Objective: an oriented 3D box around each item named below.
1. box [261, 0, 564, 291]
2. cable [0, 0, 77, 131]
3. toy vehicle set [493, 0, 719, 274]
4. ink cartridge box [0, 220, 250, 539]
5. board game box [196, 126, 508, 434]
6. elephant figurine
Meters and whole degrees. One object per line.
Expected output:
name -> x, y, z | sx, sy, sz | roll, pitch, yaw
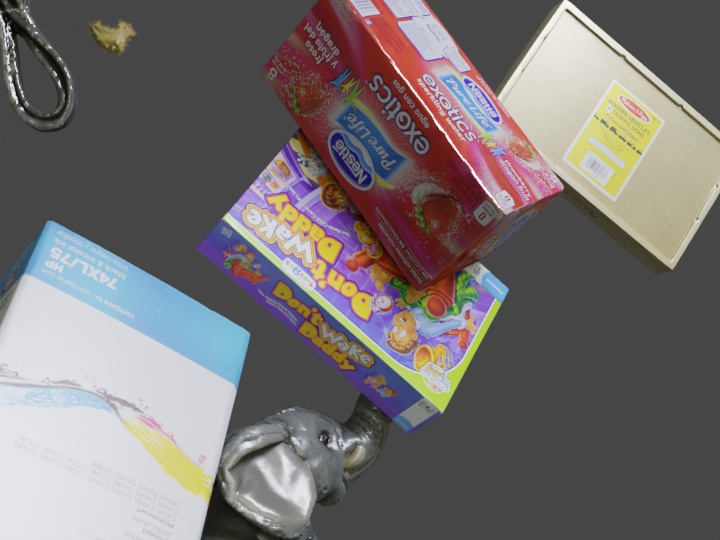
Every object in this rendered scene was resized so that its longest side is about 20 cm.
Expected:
box -> 0.037, -0.099, 0.808 | 0.201, 0.095, 0.099 | 54, 36, 9
cable -> -0.248, -0.199, 0.795 | 0.096, 0.050, 0.202 | -4, 83, -10
toy vehicle set -> 0.204, -0.108, 0.928 | 0.200, 0.026, 0.125 | 39, 74, -8
ink cartridge box -> -0.176, 0.112, 0.656 | 0.145, 0.147, 0.201 | 31, 42, -22
board game box -> 0.000, 0.000, 0.820 | 0.200, 0.045, 0.135 | 41, 48, -7
elephant figurine -> -0.062, 0.154, 0.782 | 0.140, 0.155, 0.202 | -7, 69, 26
